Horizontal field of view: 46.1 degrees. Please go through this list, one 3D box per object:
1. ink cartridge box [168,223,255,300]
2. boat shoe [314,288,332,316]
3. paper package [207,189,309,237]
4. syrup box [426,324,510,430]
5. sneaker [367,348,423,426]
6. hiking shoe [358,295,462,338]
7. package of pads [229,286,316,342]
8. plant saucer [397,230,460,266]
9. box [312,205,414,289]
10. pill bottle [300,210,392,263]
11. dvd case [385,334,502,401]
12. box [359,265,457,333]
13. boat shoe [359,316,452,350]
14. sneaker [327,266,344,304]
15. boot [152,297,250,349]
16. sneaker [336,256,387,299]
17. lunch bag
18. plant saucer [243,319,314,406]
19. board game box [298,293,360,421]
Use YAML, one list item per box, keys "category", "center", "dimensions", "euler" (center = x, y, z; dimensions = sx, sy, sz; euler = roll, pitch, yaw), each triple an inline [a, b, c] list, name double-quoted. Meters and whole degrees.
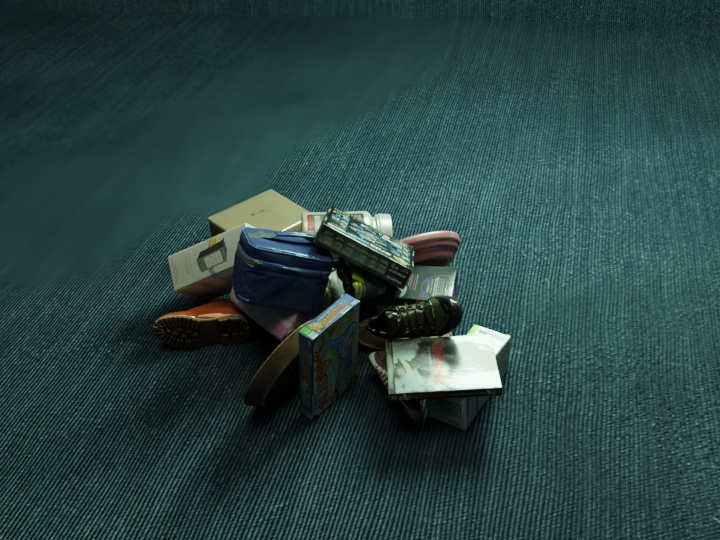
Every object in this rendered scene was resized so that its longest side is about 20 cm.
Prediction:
- category: "ink cartridge box"
  center: [-0.284, -0.014, 1.797]
  dimensions: [0.198, 0.147, 0.087]
  euler: [-22, 72, 16]
- category: "boat shoe"
  center: [-0.131, 0.042, 1.804]
  dimensions: [0.199, 0.066, 0.075]
  euler: [25, 85, 54]
- category: "paper package"
  center: [-0.230, -0.087, 2.001]
  dimensions: [0.199, 0.105, 0.190]
  euler: [-28, 41, -32]
- category: "syrup box"
  center: [0.201, 0.195, 1.565]
  dimensions: [0.078, 0.082, 0.200]
  euler: [17, 38, 28]
- category: "sneaker"
  center: [0.096, 0.188, 1.561]
  dimensions: [0.115, 0.076, 0.200]
  euler: [-33, 39, -2]
- category: "hiking shoe"
  center: [0.095, 0.096, 1.565]
  dimensions: [0.198, 0.077, 0.100]
  euler: [-18, -4, 38]
- category: "package of pads"
  center: [-0.167, 0.088, 1.720]
  dimensions: [0.199, 0.120, 0.076]
  euler: [32, 88, 39]
- category: "plant saucer"
  center: [0.124, -0.026, 1.837]
  dimensions: [0.197, 0.201, 0.052]
  euler: [-12, 76, -11]
- category: "box"
  center: [0.011, -0.049, 1.670]
  dimensions: [0.198, 0.046, 0.159]
  euler: [27, 17, -5]
- category: "pill bottle"
  center: [-0.032, -0.073, 1.868]
  dimensions: [0.197, 0.115, 0.114]
  euler: [-1, 34, -5]
- category: "dvd case"
  center: [0.145, 0.172, 1.513]
  dimensions: [0.197, 0.022, 0.147]
  euler: [-4, 36, 2]
- category: "box"
  center: [0.097, 0.064, 1.742]
  dimensions: [0.197, 0.107, 0.123]
  euler: [3, 35, 12]
- category: "boat shoe"
  center: [0.083, 0.136, 1.672]
  dimensions: [0.197, 0.072, 0.065]
  euler: [2, 34, 6]
- category: "sneaker"
  center: [-0.030, 0.056, 1.798]
  dimensions: [0.081, 0.075, 0.201]
  euler: [4, 40, -19]
- category: "boot"
  center: [-0.331, 0.104, 1.768]
  dimensions: [0.197, 0.076, 0.108]
  euler: [-1, 30, -10]
- category: "sneaker"
  center: [0.000, 0.000, 1.709]
  dimensions: [0.080, 0.075, 0.201]
  euler: [4, 32, -15]
- category: "lunch bag"
  center: [-0.143, -0.009, 1.642]
  dimensions: [0.197, 0.134, 0.136]
  euler: [7, 21, -21]
- category: "plant saucer"
  center: [-0.132, 0.177, 1.546]
  dimensions: [0.034, 0.201, 0.200]
  euler: [40, 49, 14]
- category: "board game box"
  center: [-0.057, 0.159, 1.536]
  dimensions: [0.034, 0.202, 0.135]
  euler: [26, 44, 28]
